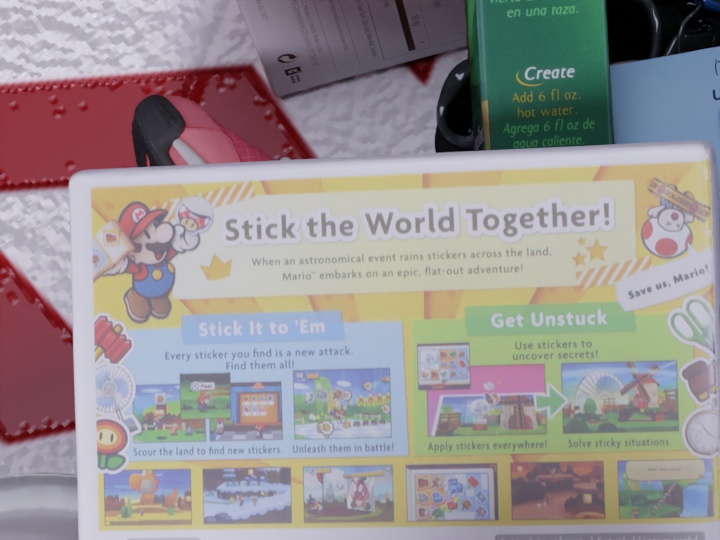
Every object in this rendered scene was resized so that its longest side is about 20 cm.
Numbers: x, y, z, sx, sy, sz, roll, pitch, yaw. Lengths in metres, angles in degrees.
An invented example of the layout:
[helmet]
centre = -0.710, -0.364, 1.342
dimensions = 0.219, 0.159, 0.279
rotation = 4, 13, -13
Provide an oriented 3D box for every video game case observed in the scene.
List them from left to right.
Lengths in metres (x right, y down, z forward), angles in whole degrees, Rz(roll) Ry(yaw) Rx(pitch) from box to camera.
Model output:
[video game case]
centre = 0.011, 0.057, 0.844
dimensions = 0.199, 0.023, 0.183
rotation = -2, 89, 14

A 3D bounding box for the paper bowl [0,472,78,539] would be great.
[paper bowl]
centre = -0.112, 0.166, 0.929
dimensions = 0.200, 0.104, 0.202
rotation = -4, 68, 9

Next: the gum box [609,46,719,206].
[gum box]
centre = 0.168, 0.022, 0.856
dimensions = 0.169, 0.045, 0.201
rotation = -9, 71, 20

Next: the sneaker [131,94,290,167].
[sneaker]
centre = 0.000, 0.000, 1.008
dimensions = 0.087, 0.074, 0.200
rotation = -39, 71, -22

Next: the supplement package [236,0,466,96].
[supplement package]
centre = 0.042, -0.164, 1.029
dimensions = 0.199, 0.120, 0.122
rotation = -15, 67, 2

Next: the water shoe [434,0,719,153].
[water shoe]
centre = 0.121, -0.075, 1.003
dimensions = 0.199, 0.079, 0.072
rotation = -27, 67, -3

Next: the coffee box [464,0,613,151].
[coffee box]
centre = 0.055, -0.088, 0.901
dimensions = 0.044, 0.123, 0.201
rotation = -4, 100, 2
